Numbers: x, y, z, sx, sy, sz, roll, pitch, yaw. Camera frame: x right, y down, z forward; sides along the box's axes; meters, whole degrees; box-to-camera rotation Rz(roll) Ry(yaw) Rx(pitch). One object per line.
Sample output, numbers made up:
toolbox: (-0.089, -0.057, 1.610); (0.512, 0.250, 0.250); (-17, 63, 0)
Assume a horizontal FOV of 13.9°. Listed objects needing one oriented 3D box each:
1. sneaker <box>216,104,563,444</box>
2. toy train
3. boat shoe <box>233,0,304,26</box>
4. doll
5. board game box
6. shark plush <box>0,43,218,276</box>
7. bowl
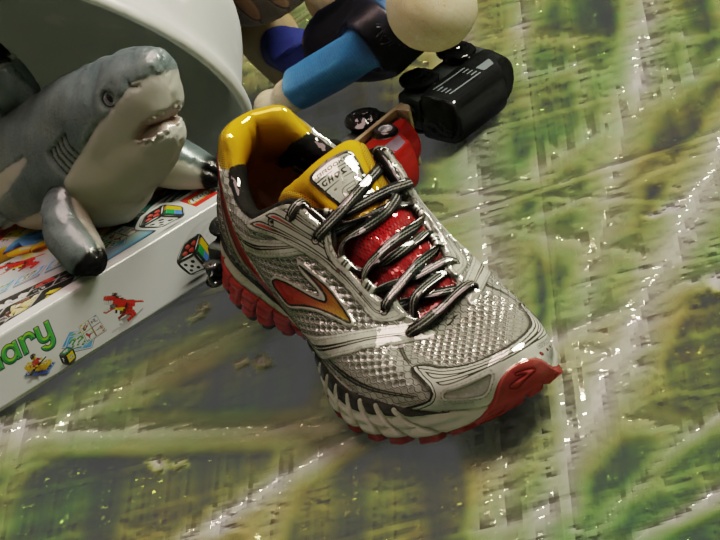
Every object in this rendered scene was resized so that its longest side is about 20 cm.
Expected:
sneaker: (0.000, 0.000, 1.127); (0.078, 0.082, 0.200); (-30, 39, -24)
toy train: (0.003, -0.044, 1.287); (0.046, 0.034, 0.200); (17, 41, 35)
boat shoe: (-0.062, -0.154, 1.391); (0.200, 0.075, 0.073); (-20, 22, 49)
doll: (0.004, -0.110, 1.339); (0.136, 0.048, 0.200); (-35, 12, -16)
board game box: (-0.161, 0.015, 1.271); (0.200, 0.035, 0.126); (-33, 29, -28)
shark plush: (-0.139, -0.068, 1.282); (0.091, 0.083, 0.200); (-32, 29, -27)
bowl: (-0.136, -0.123, 1.323); (0.201, 0.201, 0.090); (-1, 65, 33)
